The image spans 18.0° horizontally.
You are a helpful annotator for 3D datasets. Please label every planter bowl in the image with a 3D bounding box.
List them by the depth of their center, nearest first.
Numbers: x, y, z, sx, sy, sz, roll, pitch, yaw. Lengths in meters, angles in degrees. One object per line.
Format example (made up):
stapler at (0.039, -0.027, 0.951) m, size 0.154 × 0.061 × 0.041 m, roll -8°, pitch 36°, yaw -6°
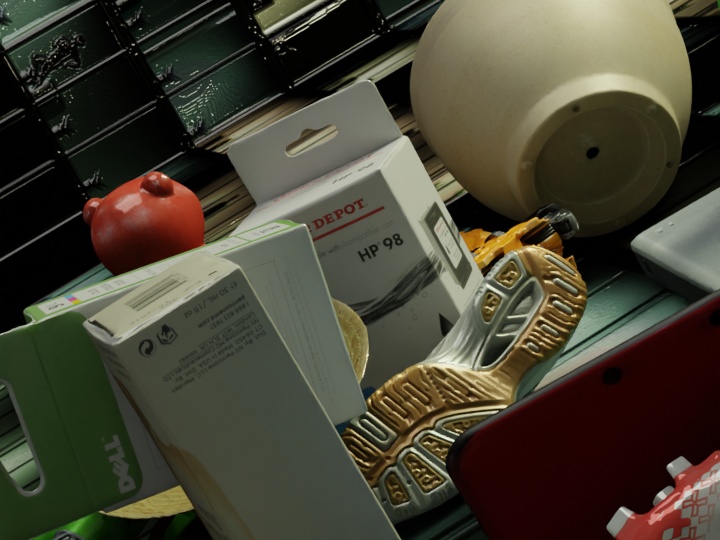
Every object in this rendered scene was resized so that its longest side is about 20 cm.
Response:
planter bowl at (0.146, -0.107, 1.584) m, size 0.200 × 0.200 × 0.135 m, roll -28°, pitch 38°, yaw 6°

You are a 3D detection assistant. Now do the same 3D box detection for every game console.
game console at (0.139, 0.057, 1.003) m, size 0.200 × 0.119 × 0.172 m, roll -28°, pitch 12°, yaw 3°

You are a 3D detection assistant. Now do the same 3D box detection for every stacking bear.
stacking bear at (-0.111, 0.028, 1.533) m, size 0.121 × 0.200 × 0.114 m, roll -21°, pitch 14°, yaw 36°

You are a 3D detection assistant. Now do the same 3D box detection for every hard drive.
hard drive at (0.245, -0.024, 1.311) m, size 0.139 × 0.033 × 0.200 m, roll -30°, pitch 12°, yaw -2°

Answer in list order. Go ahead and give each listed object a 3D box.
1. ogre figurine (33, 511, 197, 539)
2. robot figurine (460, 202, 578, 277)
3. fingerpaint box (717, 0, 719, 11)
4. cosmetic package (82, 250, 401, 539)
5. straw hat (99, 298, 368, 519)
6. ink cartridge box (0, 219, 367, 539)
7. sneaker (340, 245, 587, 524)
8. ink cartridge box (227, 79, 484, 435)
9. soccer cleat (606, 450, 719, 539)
ogre figurine at (-0.169, 0.162, 1.383) m, size 0.120 × 0.098 × 0.200 m, roll -46°, pitch -15°, yaw -16°
robot figurine at (0.065, 0.014, 1.526) m, size 0.145 × 0.058 × 0.200 m, roll -37°, pitch 13°, yaw -33°
fingerpaint box at (0.298, -0.190, 1.384) m, size 0.166 × 0.201 × 0.073 m, roll -20°, pitch 12°, yaw -32°
cosmetic package at (-0.047, 0.095, 1.088) m, size 0.071 × 0.200 × 0.105 m, roll -32°, pitch 10°, yaw -11°
straw hat at (-0.069, 0.103, 1.289) m, size 0.200 × 0.085 × 0.201 m, roll -20°, pitch 30°, yaw 12°
ink cartridge box at (-0.108, 0.055, 1.152) m, size 0.199 × 0.104 × 0.059 m, roll -20°, pitch 9°, yaw -14°
sneaker at (0.056, 0.079, 1.281) m, size 0.200 × 0.076 × 0.088 m, roll -44°, pitch -13°, yaw -24°
ink cartridge box at (0.000, 0.000, 1.383) m, size 0.116 × 0.200 × 0.067 m, roll -24°, pitch 13°, yaw 24°
soccer cleat at (0.165, 0.099, 0.895) m, size 0.200 × 0.085 × 0.069 m, roll -47°, pitch -26°, yaw 0°
